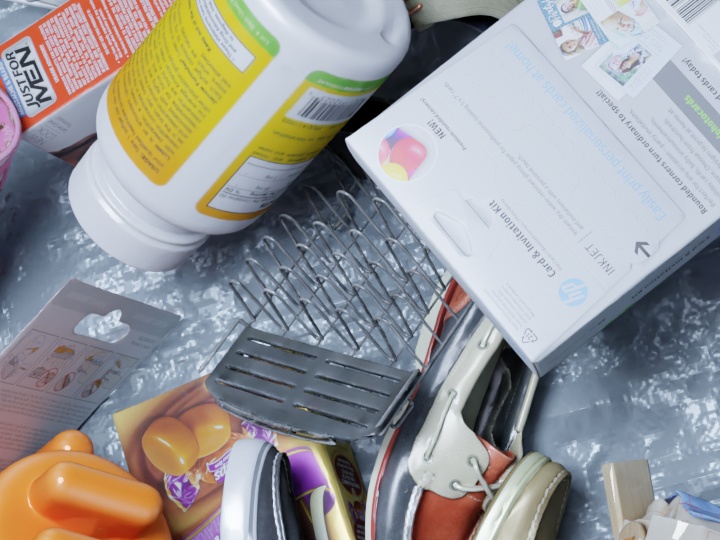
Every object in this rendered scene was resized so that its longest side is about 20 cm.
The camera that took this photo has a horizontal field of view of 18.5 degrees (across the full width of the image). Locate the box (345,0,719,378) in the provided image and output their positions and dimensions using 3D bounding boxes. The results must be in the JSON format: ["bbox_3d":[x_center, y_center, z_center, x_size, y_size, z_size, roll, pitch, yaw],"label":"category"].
[{"bbox_3d":[0.118,-0.067,1.120,0.200,0.041,0.156,-39,72,-3],"label":"box"}]

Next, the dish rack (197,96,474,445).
[{"bbox_3d":[0.000,0.000,1.194,0.153,0.055,0.200,12,58,43],"label":"dish rack"}]

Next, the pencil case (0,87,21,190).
[{"bbox_3d":[-0.250,-0.024,1.276,0.200,0.083,0.087,113,145,-44],"label":"pencil case"}]

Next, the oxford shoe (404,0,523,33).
[{"bbox_3d":[0.029,-0.172,1.210,0.200,0.071,0.074,19,87,-19],"label":"oxford shoe"}]

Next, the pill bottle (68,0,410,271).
[{"bbox_3d":[-0.073,-0.090,1.192,0.200,0.111,0.111,-46,64,35],"label":"pill bottle"}]

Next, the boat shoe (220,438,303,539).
[{"bbox_3d":[-0.031,0.186,1.153,0.066,0.070,0.200,-6,77,11],"label":"boat shoe"}]

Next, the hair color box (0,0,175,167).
[{"bbox_3d":[-0.102,-0.137,1.282,0.200,0.111,0.064,-30,68,14],"label":"hair color box"}]

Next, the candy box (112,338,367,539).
[{"bbox_3d":[-0.052,0.153,1.232,0.117,0.056,0.200,-24,73,14],"label":"candy box"}]

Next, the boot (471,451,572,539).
[{"bbox_3d":[0.120,0.207,1.146,0.155,0.072,0.200,15,87,23],"label":"boot"}]

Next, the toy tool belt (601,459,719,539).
[{"bbox_3d":[0.207,0.164,1.087,0.125,0.200,0.123,127,155,-45],"label":"toy tool belt"}]

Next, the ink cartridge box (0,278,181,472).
[{"bbox_3d":[-0.210,0.076,1.252,0.057,0.163,0.200,40,95,19],"label":"ink cartridge box"}]

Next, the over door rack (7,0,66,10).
[{"bbox_3d":[-0.197,-0.231,1.363,0.200,0.067,0.148,11,82,23],"label":"over door rack"}]

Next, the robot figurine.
[{"bbox_3d":[-0.177,0.172,1.218,0.144,0.117,0.200,61,143,10],"label":"robot figurine"}]

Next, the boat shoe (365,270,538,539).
[{"bbox_3d":[0.058,0.090,1.190,0.063,0.071,0.200,6,75,41],"label":"boat shoe"}]
